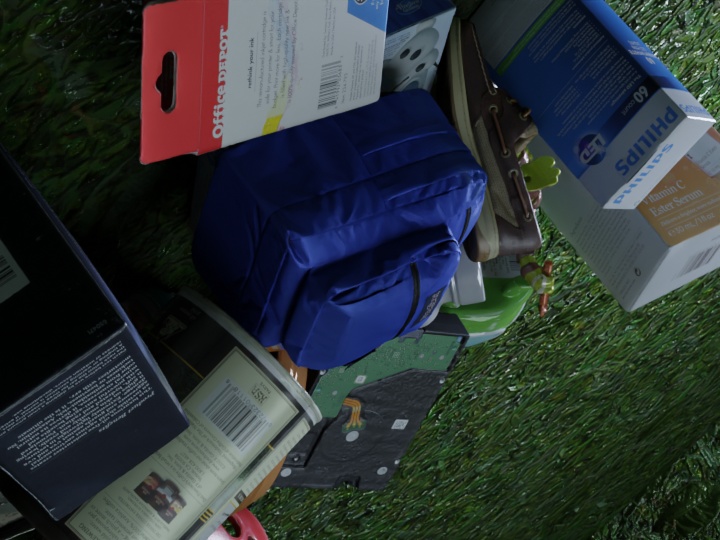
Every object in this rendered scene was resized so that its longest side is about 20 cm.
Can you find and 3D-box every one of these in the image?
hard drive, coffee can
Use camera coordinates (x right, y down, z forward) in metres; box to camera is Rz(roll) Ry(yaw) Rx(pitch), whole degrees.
[{"bbox_3d":[-0.002,0.118,1.505,0.140,0.038,0.200,6,126,-32],"label":"hard drive"},{"bbox_3d":[-0.148,0.132,1.208,0.200,0.146,0.146,-46,159,-11],"label":"coffee can"}]

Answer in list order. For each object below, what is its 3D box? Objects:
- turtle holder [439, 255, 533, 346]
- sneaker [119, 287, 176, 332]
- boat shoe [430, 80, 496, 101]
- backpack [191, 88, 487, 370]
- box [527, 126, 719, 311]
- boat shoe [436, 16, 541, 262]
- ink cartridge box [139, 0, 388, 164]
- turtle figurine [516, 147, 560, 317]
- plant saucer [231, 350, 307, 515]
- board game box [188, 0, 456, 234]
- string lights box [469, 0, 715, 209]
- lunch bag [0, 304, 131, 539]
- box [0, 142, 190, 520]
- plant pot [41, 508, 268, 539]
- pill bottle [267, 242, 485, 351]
[{"bbox_3d":[0.073,0.018,1.574,0.185,0.141,0.132,-27,158,-28],"label":"turtle holder"},{"bbox_3d":[-0.154,0.052,1.398,0.080,0.071,0.200,-33,165,-14],"label":"sneaker"},{"bbox_3d":[0.065,-0.099,1.432,0.063,0.073,0.201,2,127,-53],"label":"boat shoe"},{"bbox_3d":[-0.002,-0.030,1.228,0.200,0.168,0.163,-26,162,-31],"label":"backpack"},{"bbox_3d":[0.269,-0.087,1.589,0.152,0.200,0.106,-24,155,-31],"label":"box"},{"bbox_3d":[0.106,-0.108,1.313,0.072,0.200,0.072,-8,167,-7],"label":"boat shoe"},{"bbox_3d":[-0.077,-0.152,1.076,0.200,0.067,0.116,-20,129,-36],"label":"ink cartridge box"},{"bbox_3d":[0.140,-0.071,1.483,0.064,0.200,0.161,-4,149,0],"label":"turtle figurine"},{"bbox_3d":[-0.093,0.127,1.483,0.037,0.200,0.200,17,133,-16],"label":"plant saucer"},{"bbox_3d":[-0.033,-0.117,1.282,0.200,0.043,0.199,-26,153,-27],"label":"board game box"},{"bbox_3d":[0.178,-0.155,1.323,0.103,0.200,0.059,-49,155,26],"label":"string lights box"},{"bbox_3d":[-0.259,0.143,1.349,0.164,0.118,0.200,-22,158,-30],"label":"lunch bag"},{"bbox_3d":[-0.227,0.030,1.072,0.123,0.200,0.198,-35,158,-9],"label":"box"},{"bbox_3d":[-0.211,0.301,1.624,0.200,0.200,0.182,-42,150,9],"label":"plant pot"},{"bbox_3d":[0.000,0.000,1.371,0.200,0.112,0.112,-9,157,5],"label":"pill bottle"}]
